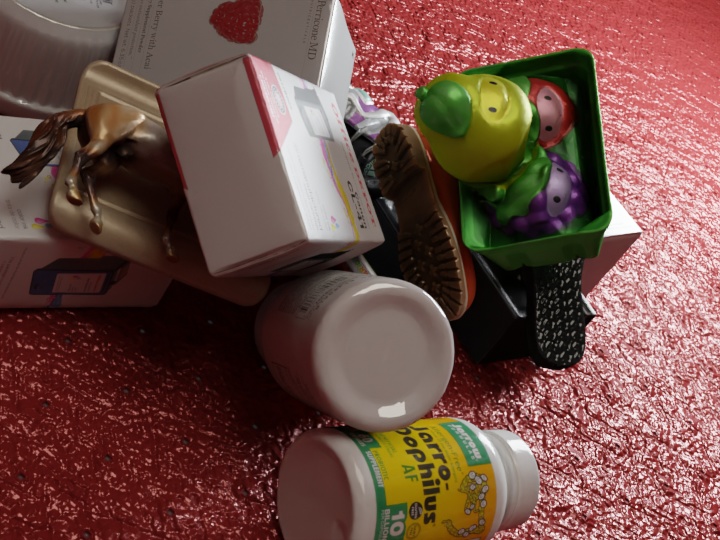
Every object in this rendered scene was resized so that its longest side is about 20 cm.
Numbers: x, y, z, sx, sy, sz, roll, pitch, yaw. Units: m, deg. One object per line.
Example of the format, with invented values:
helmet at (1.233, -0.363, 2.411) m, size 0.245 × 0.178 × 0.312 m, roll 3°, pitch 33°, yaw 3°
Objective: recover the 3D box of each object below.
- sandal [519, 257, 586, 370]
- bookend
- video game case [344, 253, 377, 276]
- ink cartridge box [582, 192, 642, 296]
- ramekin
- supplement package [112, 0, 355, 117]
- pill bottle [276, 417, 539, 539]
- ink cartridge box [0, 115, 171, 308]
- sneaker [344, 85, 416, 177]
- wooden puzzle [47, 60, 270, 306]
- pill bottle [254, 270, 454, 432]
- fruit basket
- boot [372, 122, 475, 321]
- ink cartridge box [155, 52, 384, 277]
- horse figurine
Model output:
sandal at (0.183, 0.000, 1.125) m, size 0.075 × 0.048 × 0.201 m, roll 14°, pitch 69°, yaw -20°
bookend at (0.098, 0.004, 1.161) m, size 0.200 × 0.092 × 0.199 m, roll -4°, pitch 51°, yaw -40°
video game case at (0.000, 0.000, 1.058) m, size 0.200 × 0.018 × 0.143 m, roll 55°, pitch -1°, yaw 14°
ink cartridge box at (0.191, -0.065, 1.269) m, size 0.083 × 0.145 × 0.200 m, roll -8°, pitch 54°, yaw -41°
ramekin at (-0.306, -0.243, 1.108) m, size 0.200 × 0.105 × 0.200 m, roll 22°, pitch 37°, yaw -18°
supplement package at (-0.117, -0.190, 1.085) m, size 0.200 × 0.120 × 0.122 m, roll 7°, pitch 76°, yaw 10°
pill bottle at (0.044, 0.175, 0.907) m, size 0.200 × 0.113 × 0.113 m, roll 2°, pitch 47°, yaw -38°
ink cartridge box at (-0.260, -0.048, 0.937) m, size 0.200 × 0.088 × 0.145 m, roll 3°, pitch 47°, yaw -41°
sneaker at (0.004, -0.130, 1.241) m, size 0.200 × 0.078 × 0.140 m, roll 23°, pitch 31°, yaw -15°
wooden puzzle at (-0.160, -0.072, 0.953) m, size 0.185 × 0.037 × 0.200 m, roll 23°, pitch 41°, yaw -23°
pill bottle at (-0.016, 0.057, 0.919) m, size 0.114 × 0.115 × 0.200 m, roll 19°, pitch -4°, yaw -21°
fruit basket at (0.140, -0.117, 1.034) m, size 0.155 × 0.216 × 0.216 m, roll -9°, pitch 35°, yaw 15°
boot at (0.087, -0.046, 1.088) m, size 0.107 × 0.075 × 0.200 m, roll 4°, pitch 63°, yaw -37°
ink cartridge box at (-0.065, -0.075, 0.899) m, size 0.148 × 0.085 × 0.200 m, roll 71°, pitch 17°, yaw 4°
horse figurine at (-0.167, -0.076, 0.880) m, size 0.200 × 0.050 × 0.133 m, roll 21°, pitch 47°, yaw -29°
